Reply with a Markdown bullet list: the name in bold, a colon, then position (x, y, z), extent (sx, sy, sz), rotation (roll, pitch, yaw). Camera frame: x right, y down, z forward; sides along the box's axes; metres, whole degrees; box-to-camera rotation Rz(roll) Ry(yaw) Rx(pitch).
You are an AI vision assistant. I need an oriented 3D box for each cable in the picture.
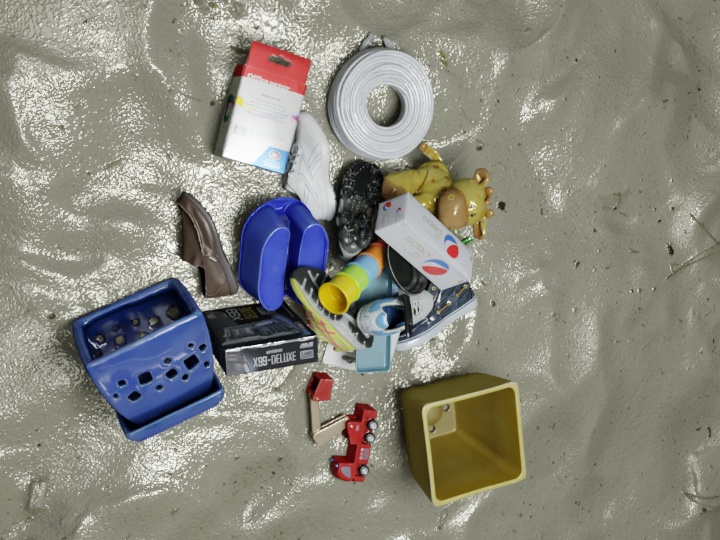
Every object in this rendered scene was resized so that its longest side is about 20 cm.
- **cable**: position (0.041, -0.298, 1.632), extent (0.200, 0.069, 0.200), rotation (42, 83, -22)

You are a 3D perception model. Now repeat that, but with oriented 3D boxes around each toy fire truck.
- **toy fire truck**: position (-0.042, 0.299, 1.714), extent (0.140, 0.049, 0.201), rotation (8, 97, -22)

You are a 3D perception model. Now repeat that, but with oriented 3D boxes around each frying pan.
- **frying pan**: position (0.086, 0.025, 1.585), extent (0.115, 0.031, 0.191), rotation (1, 75, -52)

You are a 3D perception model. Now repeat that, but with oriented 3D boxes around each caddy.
- **caddy**: position (-0.139, -0.028, 1.585), extent (0.141, 0.105, 0.201), rotation (-7, 120, -29)

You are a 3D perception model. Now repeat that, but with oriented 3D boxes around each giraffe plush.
- **giraffe plush**: position (0.154, -0.121, 1.634), extent (0.200, 0.162, 0.173), rotation (-51, 141, -22)

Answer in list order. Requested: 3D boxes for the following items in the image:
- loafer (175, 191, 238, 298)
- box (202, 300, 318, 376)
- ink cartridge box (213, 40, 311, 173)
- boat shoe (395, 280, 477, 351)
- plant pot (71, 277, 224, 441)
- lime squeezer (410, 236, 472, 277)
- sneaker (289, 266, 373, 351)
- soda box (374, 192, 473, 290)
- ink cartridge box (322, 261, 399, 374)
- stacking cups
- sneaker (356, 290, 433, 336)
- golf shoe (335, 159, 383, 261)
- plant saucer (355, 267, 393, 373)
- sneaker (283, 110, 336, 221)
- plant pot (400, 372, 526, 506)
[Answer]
- **loafer**: position (-0.273, -0.037, 1.551), extent (0.071, 0.073, 0.201), rotation (-26, 108, -16)
- **box**: position (-0.176, 0.112, 1.547), extent (0.157, 0.200, 0.050), rotation (-7, 108, -20)
- **ink cartridge box**: position (-0.167, -0.278, 1.554), extent (0.116, 0.067, 0.201), rotation (14, 94, -24)
- **boat shoe**: position (0.128, 0.070, 1.735), extent (0.200, 0.071, 0.091), rotation (-32, 108, -21)
- **plant pot**: position (-0.341, 0.151, 1.496), extent (0.199, 0.200, 0.180), rotation (-25, 114, -16)
- **lime squeezer**: position (0.135, -0.018, 1.725), extent (0.038, 0.071, 0.200), rotation (47, 44, 15)
- **sneaker**: position (-0.067, 0.078, 1.576), extent (0.200, 0.090, 0.078), rotation (50, 38, -25)
- **soda box**: position (0.113, -0.048, 1.577), extent (0.200, 0.068, 0.064), rotation (39, 46, -36)
- **ink cartridge box**: position (0.014, 0.096, 1.690), extent (0.115, 0.068, 0.201), rotation (15, 93, -22)
- **stacking cups**: position (0.000, 0.000, 1.566), extent (0.200, 0.060, 0.061), rotation (-46, 118, -49)
- **sneaker**: position (0.075, 0.077, 1.615), extent (0.200, 0.072, 0.072), rotation (-15, 106, -50)
- **golf shoe**: position (-0.012, -0.109, 1.631), extent (0.077, 0.095, 0.201), rotation (18, 55, -6)
- **plant saucer**: position (0.023, 0.086, 1.646), extent (0.070, 0.019, 0.201), rotation (-1, 99, -21)
- **sneaker**: position (-0.095, -0.179, 1.600), extent (0.087, 0.074, 0.201), rotation (-11, 102, -15)
- **plant pot**: position (0.173, 0.295, 1.717), extent (0.195, 0.200, 0.195), rotation (-11, 103, -19)
